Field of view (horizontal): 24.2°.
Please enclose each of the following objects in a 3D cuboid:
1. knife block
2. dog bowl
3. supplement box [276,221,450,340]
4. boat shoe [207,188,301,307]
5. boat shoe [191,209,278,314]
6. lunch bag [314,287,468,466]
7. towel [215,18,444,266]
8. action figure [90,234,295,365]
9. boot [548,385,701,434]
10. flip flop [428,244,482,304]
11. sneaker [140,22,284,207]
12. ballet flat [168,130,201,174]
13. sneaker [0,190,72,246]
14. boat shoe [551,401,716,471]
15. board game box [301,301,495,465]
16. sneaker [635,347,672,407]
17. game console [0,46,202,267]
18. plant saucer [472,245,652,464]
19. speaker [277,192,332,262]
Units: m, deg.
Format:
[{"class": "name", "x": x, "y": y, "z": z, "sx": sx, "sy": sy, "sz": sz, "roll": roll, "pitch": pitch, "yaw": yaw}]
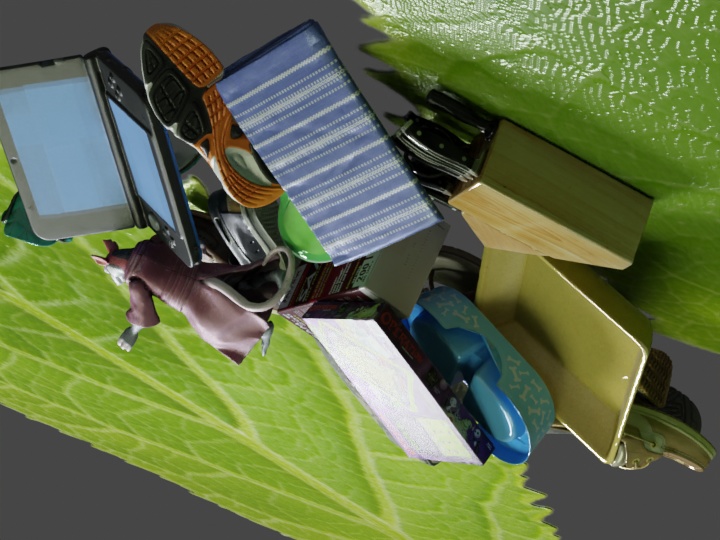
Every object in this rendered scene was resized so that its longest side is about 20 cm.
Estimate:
[{"class": "knife block", "x": 0.126, "y": -0.081, "z": 1.403, "sx": 0.198, "sy": 0.064, "sz": 0.176, "roll": 11, "pitch": 158, "yaw": 31}, {"class": "dog bowl", "x": 0.114, "y": 0.098, "z": 1.654, "sx": 0.200, "sy": 0.049, "sz": 0.112, "roll": 48, "pitch": 153, "yaw": 18}, {"class": "supplement box", "x": 0.000, "y": 0.000, "z": 1.684, "sx": 0.061, "sy": 0.110, "sz": 0.200, "roll": 33, "pitch": 158, "yaw": -19}, {"class": "boat shoe", "x": -0.104, "y": -0.021, "z": 1.771, "sx": 0.062, "sy": 0.075, "sz": 0.201, "roll": -6, "pitch": 139, "yaw": 19}, {"class": "boat shoe", "x": -0.117, "y": -0.013, "z": 1.846, "sx": 0.199, "sy": 0.073, "sz": 0.072, "roll": 30, "pitch": 158, "yaw": -8}, {"class": "lunch bag", "x": 0.037, "y": 0.093, "z": 1.847, "sx": 0.167, "sy": 0.140, "sz": 0.200, "roll": 30, "pitch": 165, "yaw": 35}, {"class": "towel", "x": -0.028, "y": -0.106, "z": 1.424, "sx": 0.144, "sy": 0.024, "sz": 0.201, "roll": -22, "pitch": 106, "yaw": 47}, {"class": "action figure", "x": -0.175, "y": 0.019, "z": 1.667, "sx": 0.198, "sy": 0.135, "sz": 0.149, "roll": 21, "pitch": 165, "yaw": -4}, {"class": "boot", "x": 0.263, "y": 0.162, "z": 1.877, "sx": 0.180, "sy": 0.073, "sz": 0.200, "roll": 16, "pitch": 164, "yaw": -9}, {"class": "flip flop", "x": 0.121, "y": 0.035, "z": 1.706, "sx": 0.199, "sy": 0.058, "sz": 0.081, "roll": 31, "pitch": 161, "yaw": 2}, {"class": "sneaker", "x": -0.143, "y": -0.146, "z": 1.524, "sx": 0.201, "sy": 0.075, "sz": 0.092, "roll": 57, "pitch": 177, "yaw": -34}, {"class": "ballet flat", "x": -0.236, "y": -0.122, "z": 1.710, "sx": 0.069, "sy": 0.070, "sz": 0.199, "roll": 34, "pitch": 158, "yaw": -30}, {"class": "sneaker", "x": -0.346, "y": -0.091, "z": 1.808, "sx": 0.083, "sy": 0.122, "sz": 0.200, "roll": 16, "pitch": 159, "yaw": 16}, {"class": "boat shoe", "x": 0.266, "y": 0.166, "z": 1.696, "sx": 0.199, "sy": 0.067, "sz": 0.074, "roll": 25, "pitch": 167, "yaw": -13}, {"class": "board game box", "x": 0.037, "y": 0.111, "z": 1.648, "sx": 0.119, "sy": 0.032, "sz": 0.201, "roll": -5, "pitch": 129, "yaw": 49}, {"class": "sneaker", "x": 0.242, "y": 0.083, "z": 1.687, "sx": 0.089, "sy": 0.076, "sz": 0.200, "roll": 3, "pitch": 152, "yaw": 33}, {"class": "game console", "x": -0.252, "y": -0.094, "z": 1.585, "sx": 0.171, "sy": 0.118, "sz": 0.201, "roll": 41, "pitch": 152, "yaw": 47}, {"class": "plant saucer", "x": 0.194, "y": 0.056, "z": 1.574, "sx": 0.200, "sy": 0.048, "sz": 0.201, "roll": 43, "pitch": 152, "yaw": 25}, {"class": "speaker", "x": -0.026, "y": -0.070, "z": 1.570, "sx": 0.088, "sy": 0.089, "sz": 0.200, "roll": 24, "pitch": 161, "yaw": -4}]
